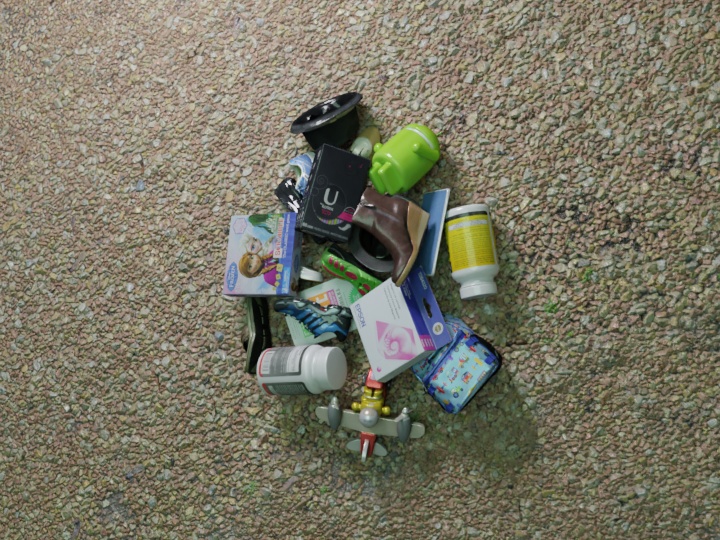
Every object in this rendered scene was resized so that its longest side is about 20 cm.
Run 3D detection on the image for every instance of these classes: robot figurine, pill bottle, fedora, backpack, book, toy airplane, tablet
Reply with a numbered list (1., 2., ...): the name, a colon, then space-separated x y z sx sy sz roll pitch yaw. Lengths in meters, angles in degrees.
1. robot figurine: 0.107 -0.263 1.661 0.200 0.174 0.116 -44 116 -22
2. pill bottle: -0.137 0.235 1.673 0.197 0.113 0.116 -7 82 30
3. fedora: -0.072 -0.357 1.741 0.198 0.201 0.093 -19 116 13
4. fedora: 0.067 -0.080 1.681 0.175 0.090 0.202 28 78 13
5. backpack: 0.196 0.199 1.597 0.200 0.134 0.183 44 97 16
6. book: -0.083 0.101 1.735 0.197 0.048 0.136 -21 80 9
7. toy airplane: 0.020 0.342 1.625 0.199 0.141 0.200 -36 83 4
8. tablet: 0.162 -0.087 1.651 0.013 0.130 0.204 11 87 -20
9. pill bottle: 0.255 -0.040 1.616 0.111 0.112 0.204 -10 81 14

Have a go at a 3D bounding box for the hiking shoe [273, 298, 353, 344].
1. hiking shoe: -0.117 0.116 1.680 0.197 0.074 0.088 10 88 10

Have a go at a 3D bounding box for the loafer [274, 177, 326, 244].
1. loafer: -0.148 -0.140 1.766 0.070 0.068 0.202 -39 71 17

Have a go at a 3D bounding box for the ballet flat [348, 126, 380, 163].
1. ballet flat: -0.010 -0.265 1.740 0.068 0.063 0.202 26 91 16

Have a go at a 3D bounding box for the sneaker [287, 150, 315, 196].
1. sneaker: -0.117 -0.194 1.743 0.076 0.076 0.202 -15 72 -25

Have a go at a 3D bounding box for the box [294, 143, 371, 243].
1. box: -0.067 -0.175 1.647 0.120 0.106 0.203 16 87 -13

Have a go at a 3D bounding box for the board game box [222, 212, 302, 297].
1. board game box: -0.238 -0.037 1.730 0.196 0.041 0.204 -2 78 27

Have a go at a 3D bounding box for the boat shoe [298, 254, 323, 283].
1. boat shoe: -0.173 -0.024 1.755 0.197 0.071 0.070 20 87 20

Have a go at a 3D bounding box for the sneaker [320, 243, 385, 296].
1. sneaker: 0.000 0.000 1.676 0.199 0.085 0.077 35 136 -19

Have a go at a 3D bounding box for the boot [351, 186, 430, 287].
1. boot: 0.054 -0.076 1.588 0.164 0.073 0.203 20 69 1

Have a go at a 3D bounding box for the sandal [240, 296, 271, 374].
1. sandal: -0.266 0.157 1.768 0.057 0.079 0.205 -9 75 31

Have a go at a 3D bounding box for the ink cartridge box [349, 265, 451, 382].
1. ink cartridge box: 0.085 0.117 1.592 0.199 0.043 0.199 -36 59 26
